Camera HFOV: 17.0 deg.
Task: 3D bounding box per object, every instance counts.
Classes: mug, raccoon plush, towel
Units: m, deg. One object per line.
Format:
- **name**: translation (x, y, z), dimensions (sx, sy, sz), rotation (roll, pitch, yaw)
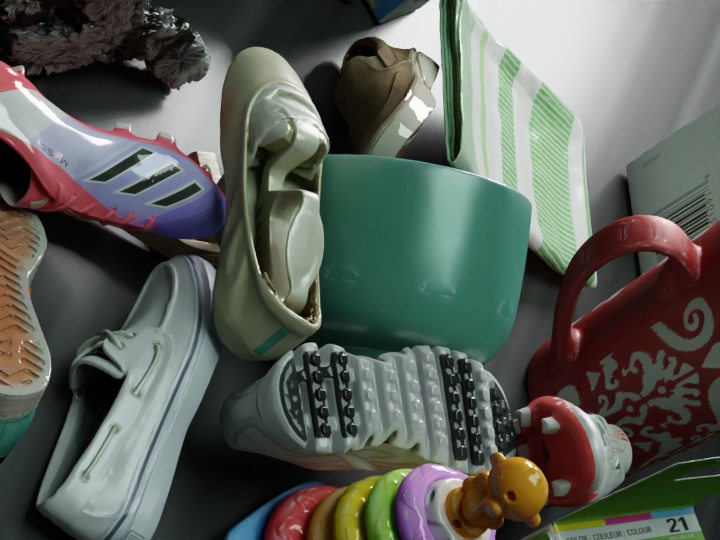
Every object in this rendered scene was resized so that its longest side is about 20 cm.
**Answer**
- **mug**: translation (0.204, 0.037, 1.601), dimensions (0.178, 0.200, 0.133), rotation (51, 39, -6)
- **raccoon plush**: translation (-0.184, -0.186, 1.467), dimensions (0.134, 0.096, 0.200), rotation (61, 7, 27)
- **mug**: translation (0.007, 0.003, 1.469), dimensions (0.152, 0.184, 0.115), rotation (48, 50, -75)
- **towel**: translation (0.111, -0.090, 1.685), dimensions (0.200, 0.023, 0.153), rotation (43, 38, -47)

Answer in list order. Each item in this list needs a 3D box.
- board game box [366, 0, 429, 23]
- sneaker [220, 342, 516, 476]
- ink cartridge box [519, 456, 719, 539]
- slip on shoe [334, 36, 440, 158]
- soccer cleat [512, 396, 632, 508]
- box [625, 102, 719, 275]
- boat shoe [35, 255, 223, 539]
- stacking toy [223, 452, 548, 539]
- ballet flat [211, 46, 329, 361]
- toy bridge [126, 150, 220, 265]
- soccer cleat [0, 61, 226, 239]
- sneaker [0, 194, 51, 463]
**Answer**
- **board game box**: translation (0.027, -0.299, 1.686), dimensions (0.064, 0.147, 0.201), rotation (-27, 85, -54)
- **sneaker**: translation (0.007, 0.085, 1.395), dimensions (0.199, 0.081, 0.076), rotation (12, 65, -39)
- **ink cartridge box**: translation (0.172, 0.181, 1.468), dimensions (0.147, 0.200, 0.076), rotation (-1, 65, -46)
- **slip on shoe**: translation (0.010, -0.109, 1.569), dimensions (0.060, 0.076, 0.200), rotation (32, 22, -5)
- **soccer cleat**: translation (0.132, 0.113, 1.485), dimensions (0.085, 0.200, 0.069), rotation (-9, 80, -11)
- **box**: translation (0.314, -0.020, 1.757), dimensions (0.130, 0.200, 0.200), rotation (21, 50, -35)
- **boat shoe**: translation (-0.127, 0.062, 1.334), dimensions (0.067, 0.073, 0.201), rotation (34, 44, -26)
- **stacking toy**: translation (0.031, 0.148, 1.341), dimensions (0.110, 0.200, 0.117), rotation (-27, 85, -51)
- **ballet flat**: translation (-0.044, -0.046, 1.365), dimensions (0.069, 0.069, 0.201), rotation (20, 59, -37)
- **toy bridge**: translation (-0.095, -0.038, 1.474), dimensions (0.199, 0.027, 0.068), rotation (4, 64, -45)
- **soccer cleat**: translation (-0.160, -0.053, 1.344), dimensions (0.199, 0.067, 0.077), rotation (30, 50, -32)
- **sneaker**: translation (-0.209, 0.029, 1.284), dimensions (0.071, 0.080, 0.201), rotation (16, 32, -21)
